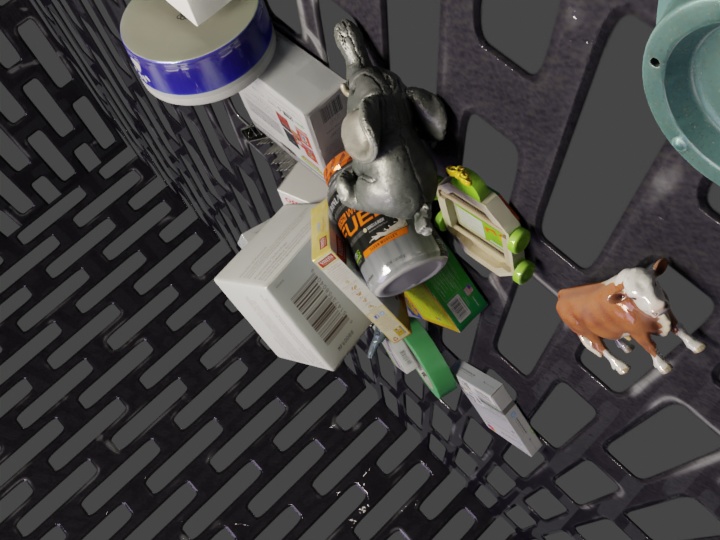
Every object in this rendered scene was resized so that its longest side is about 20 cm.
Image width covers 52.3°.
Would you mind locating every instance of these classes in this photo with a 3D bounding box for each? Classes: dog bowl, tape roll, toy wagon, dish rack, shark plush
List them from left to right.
[{"bbox_3d":[-0.222,-0.327,1.009,0.200,0.200,0.079,40,163,29],"label":"dog bowl"},{"bbox_3d":[-0.133,-0.210,1.402,0.200,0.055,0.153,51,168,-19],"label":"dish rack"},{"bbox_3d":[0.041,0.091,1.504,0.091,0.083,0.200,50,132,23],"label":"shark plush"},{"bbox_3d":[0.138,0.185,1.614,0.201,0.048,0.200,59,175,8],"label":"tape roll"},{"bbox_3d":[0.150,-0.068,0.930,0.155,0.040,0.200,38,164,34],"label":"toy wagon"}]

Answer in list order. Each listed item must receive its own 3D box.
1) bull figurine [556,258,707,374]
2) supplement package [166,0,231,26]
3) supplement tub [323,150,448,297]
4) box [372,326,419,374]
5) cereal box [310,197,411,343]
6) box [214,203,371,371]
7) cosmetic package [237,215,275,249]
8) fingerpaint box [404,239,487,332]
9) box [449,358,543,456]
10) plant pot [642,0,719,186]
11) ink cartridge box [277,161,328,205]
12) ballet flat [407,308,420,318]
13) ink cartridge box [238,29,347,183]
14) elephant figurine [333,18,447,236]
[{"bbox_3d":[0.284,0.049,0.777,0.122,0.065,0.200,52,168,-5],"label":"bull figurine"},{"bbox_3d":[-0.239,-0.433,0.928,0.200,0.120,0.121,42,165,21],"label":"supplement package"},{"bbox_3d":[0.030,-0.074,1.045,0.200,0.122,0.123,63,172,17],"label":"supplement tub"},{"bbox_3d":[0.067,0.154,1.658,0.145,0.036,0.200,59,174,-2],"label":"box"},{"bbox_3d":[0.000,0.000,1.104,0.200,0.039,0.144,47,-160,-31],"label":"cereal box"},{"bbox_3d":[-0.088,0.023,1.226,0.171,0.200,0.199,4,137,50],"label":"box"},{"bbox_3d":[-0.118,-0.048,1.456,0.151,0.200,0.052,55,152,5],"label":"cosmetic package"},{"bbox_3d":[0.095,-0.007,1.215,0.200,0.073,0.167,53,165,-20],"label":"fingerpaint box"},{"bbox_3d":[0.286,0.290,1.557,0.200,0.041,0.156,55,166,-26],"label":"box"},{"bbox_3d":[0.222,-0.113,0.343,0.200,0.134,0.200,44,167,13],"label":"plant pot"},{"bbox_3d":[-0.051,-0.092,1.331,0.147,0.086,0.200,24,156,24],"label":"ink cartridge box"},{"bbox_3d":[0.098,0.044,1.369,0.200,0.068,0.068,44,165,12],"label":"ballet flat"},{"bbox_3d":[-0.097,-0.247,1.098,0.200,0.084,0.176,42,166,26],"label":"ink cartridge box"},{"bbox_3d":[0.027,-0.169,0.856,0.155,0.142,0.200,10,132,18],"label":"elephant figurine"}]
